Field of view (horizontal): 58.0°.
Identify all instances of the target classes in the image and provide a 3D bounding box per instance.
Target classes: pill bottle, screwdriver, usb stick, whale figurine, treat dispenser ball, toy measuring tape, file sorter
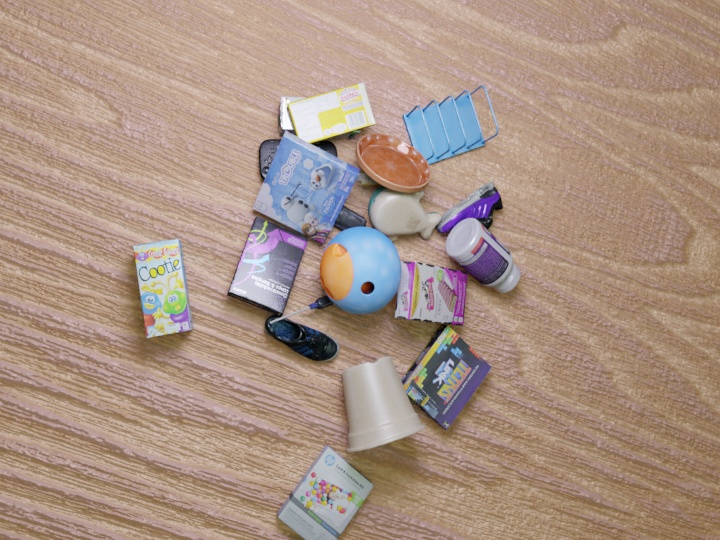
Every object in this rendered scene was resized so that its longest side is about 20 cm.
[{"bbox_3d":[0.315,-0.031,1.641,0.199,0.111,0.113,38,80,-28],"label":"pill bottle"},{"bbox_3d":[-0.133,0.092,1.552,0.197,0.029,0.028,-17,68,-42],"label":"screwdriver"},{"bbox_3d":[-0.076,-0.149,1.612,0.196,0.033,0.056,29,96,-10],"label":"usb stick"},{"bbox_3d":[0.107,-0.148,1.629,0.196,0.105,0.161,16,118,-31],"label":"whale figurine"},{"bbox_3d":[0.000,0.000,1.537,0.195,0.201,0.208,1,87,-12],"label":"treat dispenser ball"},{"bbox_3d":[0.005,-0.249,1.609,0.195,0.073,0.076,1,87,-24],"label":"toy measuring tape"},{"bbox_3d":[0.230,-0.369,1.646,0.195,0.123,0.142,-20,91,-12],"label":"file sorter"}]

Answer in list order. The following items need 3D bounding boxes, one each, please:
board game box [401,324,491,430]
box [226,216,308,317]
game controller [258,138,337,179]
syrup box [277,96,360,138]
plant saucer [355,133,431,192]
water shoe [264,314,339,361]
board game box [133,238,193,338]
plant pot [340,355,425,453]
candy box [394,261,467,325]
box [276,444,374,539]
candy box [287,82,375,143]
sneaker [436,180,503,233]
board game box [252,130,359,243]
[{"bbox_3d":[0.212,0.269,1.649,0.165,0.057,0.201,40,80,-7],"label":"board game box"},{"bbox_3d":[-0.219,-0.010,1.547,0.140,0.036,0.205,21,69,-12],"label":"box"},{"bbox_3d":[-0.151,-0.269,1.595,0.194,0.042,0.108,-1,88,-14],"label":"game controller"},{"bbox_3d":[-0.102,-0.372,1.592,0.194,0.079,0.084,-1,88,-13],"label":"syrup box"},{"bbox_3d":[0.078,-0.258,1.577,0.195,0.033,0.203,16,42,-14],"label":"plant saucer"},{"bbox_3d":[-0.140,0.168,1.560,0.195,0.079,0.073,22,84,-11],"label":"water shoe"},{"bbox_3d":[-0.448,0.041,1.483,0.100,0.105,0.206,-8,89,-12],"label":"board game box"},{"bbox_3d":[0.037,0.312,1.551,0.195,0.201,0.189,-14,80,-13],"label":"plant pot"},{"bbox_3d":[0.178,0.059,1.605,0.196,0.060,0.141,9,85,-40],"label":"candy box"},{"bbox_3d":[-0.084,0.556,1.577,0.155,0.041,0.201,40,79,-9],"label":"box"},{"bbox_3d":[-0.068,-0.370,1.545,0.195,0.026,0.105,-18,91,-13],"label":"candy box"},{"bbox_3d":[0.291,-0.138,1.677,0.198,0.069,0.101,-36,98,-11],"label":"sneaker"},{"bbox_3d":[-0.131,-0.194,1.544,0.195,0.044,0.203,25,117,-9],"label":"board game box"}]
